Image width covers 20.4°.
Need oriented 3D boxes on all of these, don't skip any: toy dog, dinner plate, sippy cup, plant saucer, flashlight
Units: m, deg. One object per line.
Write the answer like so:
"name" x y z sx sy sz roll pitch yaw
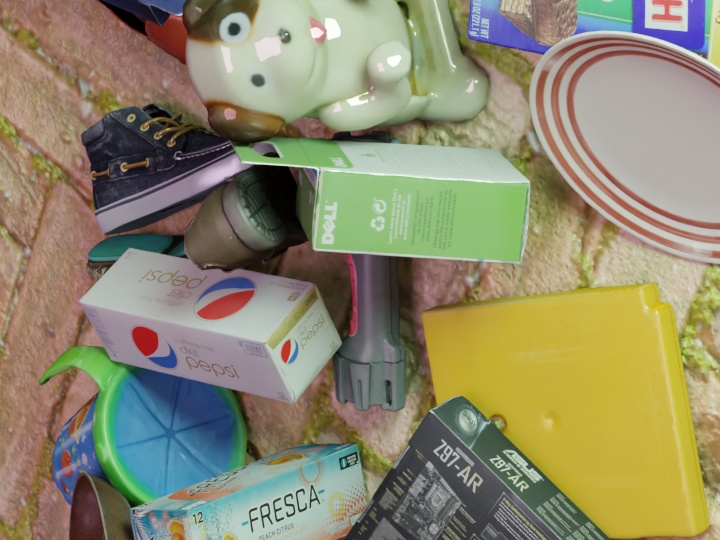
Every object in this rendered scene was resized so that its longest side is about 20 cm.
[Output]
"toy dog" -0.037 -0.161 1.395 0.193 0.199 0.141 -1 99 37
"dinner plate" 0.200 -0.082 1.288 0.199 0.024 0.201 28 149 18
"sippy cup" -0.182 0.146 1.628 0.130 0.139 0.179 -28 73 49
"plant saucer" -0.191 0.254 1.527 0.200 0.034 0.202 178 90 -73
"flashlight" 0.000 0.000 1.491 0.067 0.068 0.202 0 107 3

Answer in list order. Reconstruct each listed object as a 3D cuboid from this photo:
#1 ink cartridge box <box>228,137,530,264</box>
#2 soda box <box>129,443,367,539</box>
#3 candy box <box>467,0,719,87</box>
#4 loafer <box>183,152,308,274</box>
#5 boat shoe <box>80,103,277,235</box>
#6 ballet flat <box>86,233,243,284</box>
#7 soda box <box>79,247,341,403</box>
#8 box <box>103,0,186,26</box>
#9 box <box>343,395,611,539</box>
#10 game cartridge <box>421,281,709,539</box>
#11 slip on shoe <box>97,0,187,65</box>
"ink cartridge box" 0.008 -0.051 1.376 0.104 0.198 0.060 -119 34 -72
"soda box" -0.080 0.185 1.504 0.063 0.199 0.069 -4 97 39
"candy box" 0.174 -0.218 1.297 0.199 0.077 0.171 15 110 33
"loafer" -0.085 -0.039 1.458 0.071 0.200 0.073 -28 87 13
"boat shoe" -0.148 -0.096 1.578 0.199 0.071 0.092 -19 87 39
"ballet flat" -0.140 -0.001 1.607 0.199 0.068 0.076 -10 115 44
"soda box" -0.115 0.039 1.509 0.199 0.068 0.064 11 137 39
"box" -0.171 -0.261 1.540 0.199 0.032 0.122 26 72 32
"box" 0.093 0.215 1.439 0.200 0.043 0.161 43 125 19
"game cartridge" 0.144 0.104 1.424 0.199 0.032 0.178 -7 96 36
"slip on shoe" -0.138 -0.194 1.556 0.199 0.061 0.075 36 118 25
